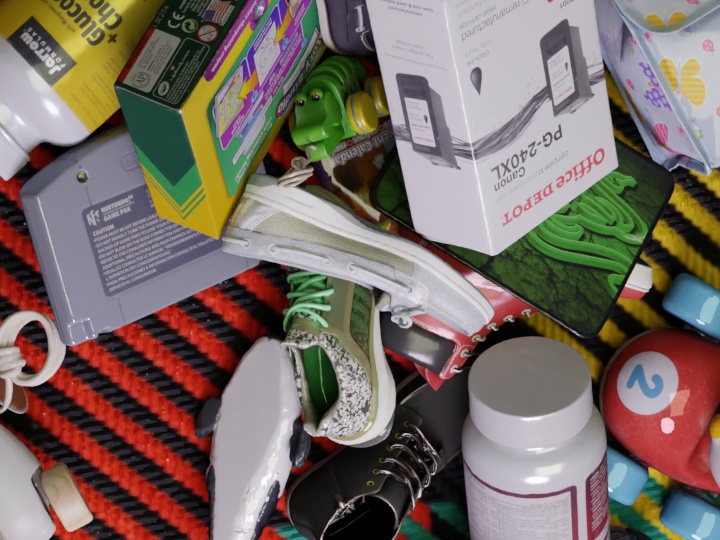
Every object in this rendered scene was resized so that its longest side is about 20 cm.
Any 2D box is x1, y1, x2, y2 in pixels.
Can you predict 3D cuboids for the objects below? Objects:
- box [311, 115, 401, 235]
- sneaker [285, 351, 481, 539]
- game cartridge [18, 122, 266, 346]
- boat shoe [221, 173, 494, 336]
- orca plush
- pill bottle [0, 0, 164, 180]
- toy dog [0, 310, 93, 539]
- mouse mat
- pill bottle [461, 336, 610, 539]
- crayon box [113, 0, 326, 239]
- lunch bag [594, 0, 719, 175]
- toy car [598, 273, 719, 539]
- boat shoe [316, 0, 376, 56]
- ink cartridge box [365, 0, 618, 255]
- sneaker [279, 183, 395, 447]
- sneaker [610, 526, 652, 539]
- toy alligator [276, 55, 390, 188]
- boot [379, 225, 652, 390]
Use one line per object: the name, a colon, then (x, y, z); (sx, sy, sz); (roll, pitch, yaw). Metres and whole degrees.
box: (0.073, -0.077, 1.737); (0.200, 0.039, 0.137); (-26, 107, -10)
sneaker: (0.040, 0.146, 1.732); (0.200, 0.106, 0.075); (-41, 108, -6)
game cartridge: (-0.151, -0.042, 1.645); (0.200, 0.041, 0.133); (-25, 111, -37)
boat shoe: (0.000, 0.000, 1.622); (0.202, 0.074, 0.065); (28, 85, -14)
orca plush: (-0.065, 0.152, 1.721); (0.071, 0.105, 0.200); (17, 67, -55)
pill bottle: (-0.204, -0.160, 1.606); (0.200, 0.112, 0.112); (-44, 108, -5)
toy dog: (-0.272, 0.129, 1.663); (0.132, 0.096, 0.200); (-9, 87, -11)
mouse mat: (0.121, -0.060, 1.679); (0.200, 0.008, 0.161); (32, 64, -4)
pill bottle: (0.133, 0.153, 1.722); (0.109, 0.110, 0.200); (-17, 130, -13)
crayon box: (-0.088, -0.151, 1.579); (0.058, 0.173, 0.200); (22, 66, 15)
lunch bag: (0.268, -0.196, 1.730); (0.169, 0.127, 0.200); (-30, 100, -11)
toy car: (0.290, 0.126, 1.752); (0.177, 0.200, 0.185); (29, 90, -19)
boat shoe: (0.009, -0.195, 1.621); (0.063, 0.200, 0.073); (19, 79, 16)
ink cartridge box: (0.094, -0.132, 1.578); (0.145, 0.083, 0.200); (-35, 126, -33)
sneaker: (-0.027, 0.034, 1.660); (0.077, 0.089, 0.200); (-15, 86, 26)
sneaker: (0.150, 0.276, 1.808); (0.200, 0.075, 0.087); (-18, 109, -12)
toy alligator: (-0.026, -0.116, 1.633); (0.059, 0.200, 0.054); (-15, 105, 24)
boot: (0.113, 0.029, 1.719); (0.200, 0.072, 0.145); (13, 101, -13)
